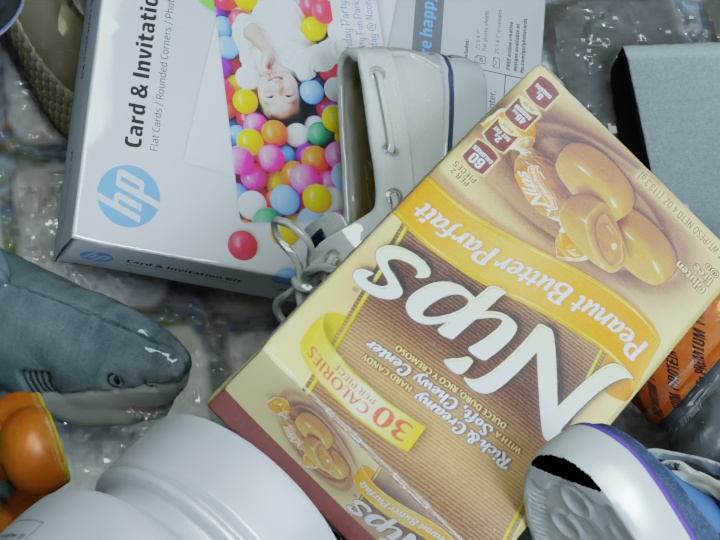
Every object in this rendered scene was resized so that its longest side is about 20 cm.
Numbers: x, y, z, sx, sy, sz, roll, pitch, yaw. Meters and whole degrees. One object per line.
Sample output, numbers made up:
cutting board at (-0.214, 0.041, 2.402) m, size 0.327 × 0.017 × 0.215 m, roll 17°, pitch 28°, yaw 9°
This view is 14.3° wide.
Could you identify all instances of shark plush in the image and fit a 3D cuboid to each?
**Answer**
shark plush at (-0.153, -0.004, 1.177) m, size 0.091 × 0.083 × 0.200 m, roll -39°, pitch 77°, yaw -25°

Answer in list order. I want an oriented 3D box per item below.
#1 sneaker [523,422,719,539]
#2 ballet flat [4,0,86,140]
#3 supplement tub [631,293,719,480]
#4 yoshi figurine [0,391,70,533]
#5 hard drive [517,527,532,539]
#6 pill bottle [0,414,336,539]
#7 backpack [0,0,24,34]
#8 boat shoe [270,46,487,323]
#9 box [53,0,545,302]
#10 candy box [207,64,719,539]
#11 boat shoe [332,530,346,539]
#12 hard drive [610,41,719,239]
sneaker at (0.152, 0.089, 1.055) m, size 0.146 × 0.200 × 0.081 m, roll -46°, pitch 36°, yaw -20°
ballet flat at (-0.127, -0.116, 1.259) m, size 0.067 × 0.046 × 0.200 m, roll -32°, pitch 74°, yaw -23°
supplement tub at (0.215, 0.082, 1.181) m, size 0.200 × 0.123 × 0.123 m, roll 42°, pitch 63°, yaw 7°
yoshi figurine at (-0.204, 0.118, 1.095) m, size 0.200 × 0.112 × 0.113 m, roll -15°, pitch 76°, yaw -11°
hard drive at (0.081, 0.156, 1.116) m, size 0.200 × 0.033 × 0.140 m, roll -9°, pitch 62°, yaw -47°
pill bottle at (-0.102, 0.148, 0.977) m, size 0.113 × 0.113 × 0.200 m, roll 41°, pitch 62°, yaw 10°
backpack at (-0.241, -0.170, 1.193) m, size 0.183 × 0.147 × 0.200 m, roll -18°, pitch 70°, yaw 7°
boat shoe at (0.002, -0.002, 1.158) m, size 0.086 × 0.075 × 0.202 m, roll 11°, pitch 69°, yaw -17°
box at (-0.023, -0.064, 1.230) m, size 0.200 × 0.041 × 0.156 m, roll 11°, pitch 71°, yaw -14°
candy box at (0.047, 0.023, 1.090) m, size 0.115 × 0.055 × 0.200 m, roll 44°, pitch 50°, yaw 0°
boat shoe at (0.020, 0.193, 1.126) m, size 0.065 × 0.073 × 0.200 m, roll -14°, pitch 77°, yaw -23°
hard drive at (0.222, -0.040, 1.299) m, size 0.200 × 0.033 × 0.140 m, roll -3°, pitch 65°, yaw -13°
